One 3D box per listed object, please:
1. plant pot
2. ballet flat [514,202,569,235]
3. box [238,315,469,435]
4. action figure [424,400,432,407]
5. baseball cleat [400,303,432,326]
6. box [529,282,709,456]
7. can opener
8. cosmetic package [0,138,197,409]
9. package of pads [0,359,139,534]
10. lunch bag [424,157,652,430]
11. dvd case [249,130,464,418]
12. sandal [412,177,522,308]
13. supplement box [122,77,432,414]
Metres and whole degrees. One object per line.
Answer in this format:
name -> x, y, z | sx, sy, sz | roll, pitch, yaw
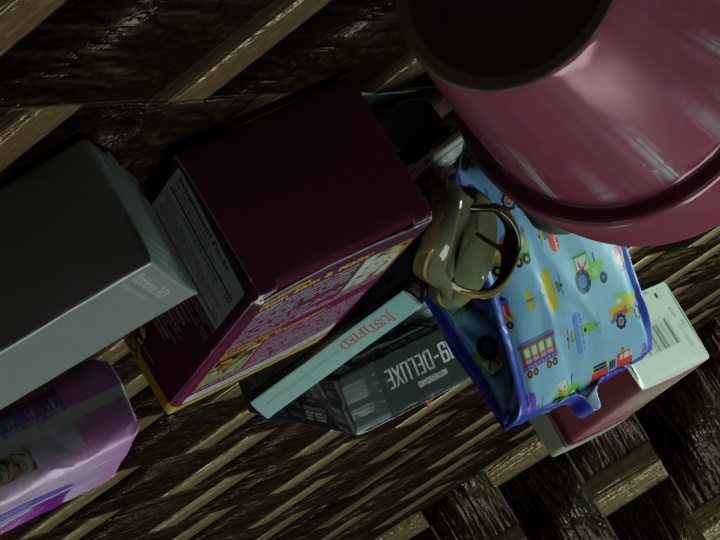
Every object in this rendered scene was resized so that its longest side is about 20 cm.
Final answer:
plant pot -> 0.114, -0.126, 1.360 | 0.200, 0.200, 0.179 | -34, 153, 19
ballet flat -> 0.118, -0.067, 1.739 | 0.067, 0.064, 0.200 | -26, -164, 6
box -> 0.010, 0.068, 2.099 | 0.158, 0.050, 0.200 | -26, -166, -24
action figure -> 0.022, 0.100, 2.257 | 0.065, 0.099, 0.200 | -13, -160, 14
baseball cleat -> 0.005, 0.000, 1.982 | 0.200, 0.070, 0.106 | -16, 143, -52
box -> 0.292, 0.118, 3.142 | 0.128, 0.109, 0.200 | -22, 166, -39
can opener -> 0.077, -0.111, 1.686 | 0.200, 0.067, 0.053 | -39, 177, -38
cosmetic package -> -0.198, 0.020, 1.421 | 0.200, 0.090, 0.107 | -29, 167, 7
package of pads -> -0.256, 0.141, 1.842 | 0.200, 0.076, 0.121 | -26, 167, -21
lunch bag -> 0.127, 0.010, 1.895 | 0.150, 0.200, 0.094 | -24, 178, -42
dvd case -> 0.000, 0.000, 1.770 | 0.146, 0.022, 0.200 | -36, -159, 30
sandal -> 0.072, -0.016, 1.656 | 0.054, 0.080, 0.200 | 9, 176, 9
supplement box -> -0.064, -0.011, 1.590 | 0.131, 0.103, 0.200 | -25, 169, -28
